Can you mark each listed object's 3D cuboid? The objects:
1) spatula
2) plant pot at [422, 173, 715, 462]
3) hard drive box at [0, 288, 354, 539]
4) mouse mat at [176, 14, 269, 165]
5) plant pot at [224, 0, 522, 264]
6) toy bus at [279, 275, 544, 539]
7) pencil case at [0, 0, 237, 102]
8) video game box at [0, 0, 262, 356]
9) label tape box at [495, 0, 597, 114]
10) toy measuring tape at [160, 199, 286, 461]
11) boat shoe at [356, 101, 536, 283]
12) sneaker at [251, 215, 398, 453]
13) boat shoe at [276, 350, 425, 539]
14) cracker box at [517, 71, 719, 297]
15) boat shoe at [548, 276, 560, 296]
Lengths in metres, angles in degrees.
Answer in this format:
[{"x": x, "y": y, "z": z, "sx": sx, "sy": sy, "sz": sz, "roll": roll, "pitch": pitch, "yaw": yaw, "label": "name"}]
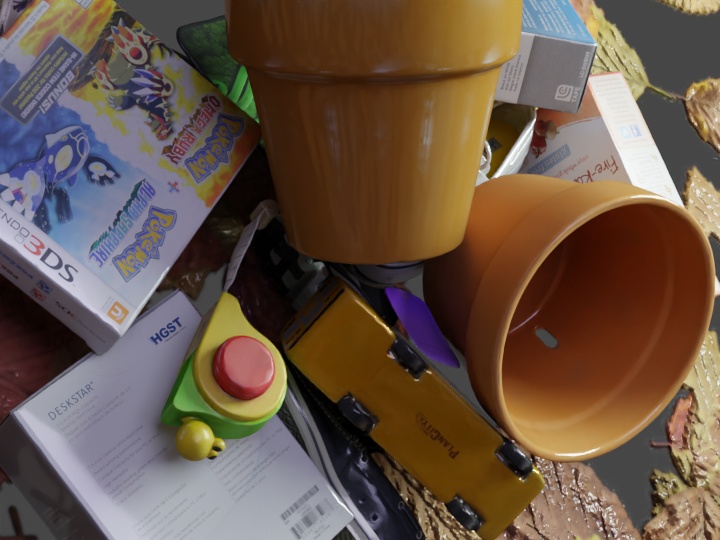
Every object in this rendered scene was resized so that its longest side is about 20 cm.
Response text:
[{"x": 0.000, "y": 0.000, "z": 1.076, "sx": 0.200, "sy": 0.021, "sz": 0.056, "roll": 42, "pitch": 13, "yaw": 34, "label": "spatula"}, {"x": 0.137, "y": 0.017, "z": 1.092, "sx": 0.198, "sy": 0.140, "sz": 0.202, "roll": -16, "pitch": 121, "yaw": -28, "label": "plant pot"}, {"x": -0.127, "y": 0.141, "z": 1.016, "sx": 0.155, "sy": 0.077, "sz": 0.201, "roll": -37, "pitch": 89, "yaw": -35, "label": "hard drive box"}, {"x": -0.051, "y": -0.136, "z": 1.169, "sx": 0.162, "sy": 0.008, "sz": 0.200, "roll": 53, "pitch": 29, "yaw": 1, "label": "mouse mat"}, {"x": 0.009, "y": -0.110, "z": 1.021, "sx": 0.198, "sy": 0.199, "sz": 0.186, "roll": -12, "pitch": 111, "yaw": -32, "label": "plant pot"}, {"x": 0.036, "y": 0.097, "z": 1.050, "sx": 0.200, "sy": 0.078, "sz": 0.065, "roll": 43, "pitch": 91, "yaw": -14, "label": "toy bus"}, {"x": -0.182, "y": -0.133, "z": 1.105, "sx": 0.198, "sy": 0.090, "sz": 0.078, "roll": 21, "pitch": 17, "yaw": -20, "label": "pencil case"}, {"x": -0.184, "y": -0.077, "z": 1.004, "sx": 0.182, "sy": 0.047, "sz": 0.201, "roll": 40, "pitch": 57, "yaw": -13, "label": "video game box"}, {"x": 0.071, "y": -0.193, "z": 1.189, "sx": 0.197, "sy": 0.064, "sz": 0.145, "roll": 8, "pitch": 27, "yaw": -11, "label": "label tape box"}, {"x": -0.072, "y": 0.045, "z": 1.004, "sx": 0.073, "sy": 0.074, "sz": 0.201, "roll": 31, "pitch": 53, "yaw": -14, "label": "toy measuring tape"}, {"x": 0.071, "y": -0.073, "z": 1.140, "sx": 0.075, "sy": 0.086, "sz": 0.201, "roll": 43, "pitch": 57, "yaw": 13, "label": "boat shoe"}, {"x": 0.000, "y": 0.036, "z": 1.138, "sx": 0.090, "sy": 0.066, "sz": 0.202, "roll": -22, "pitch": 78, "yaw": -31, "label": "sneaker"}, {"x": -0.019, "y": 0.137, "z": 1.080, "sx": 0.062, "sy": 0.074, "sz": 0.201, "roll": -34, "pitch": 94, "yaw": -34, "label": "boat shoe"}, {"x": 0.193, "y": -0.041, "z": 1.232, "sx": 0.057, "sy": 0.134, "sz": 0.202, "roll": -13, "pitch": 75, "yaw": -43, "label": "cracker box"}, {"x": 0.100, "y": -0.019, "z": 1.213, "sx": 0.066, "sy": 0.074, "sz": 0.200, "roll": -38, "pitch": 89, "yaw": -33, "label": "boat shoe"}]
